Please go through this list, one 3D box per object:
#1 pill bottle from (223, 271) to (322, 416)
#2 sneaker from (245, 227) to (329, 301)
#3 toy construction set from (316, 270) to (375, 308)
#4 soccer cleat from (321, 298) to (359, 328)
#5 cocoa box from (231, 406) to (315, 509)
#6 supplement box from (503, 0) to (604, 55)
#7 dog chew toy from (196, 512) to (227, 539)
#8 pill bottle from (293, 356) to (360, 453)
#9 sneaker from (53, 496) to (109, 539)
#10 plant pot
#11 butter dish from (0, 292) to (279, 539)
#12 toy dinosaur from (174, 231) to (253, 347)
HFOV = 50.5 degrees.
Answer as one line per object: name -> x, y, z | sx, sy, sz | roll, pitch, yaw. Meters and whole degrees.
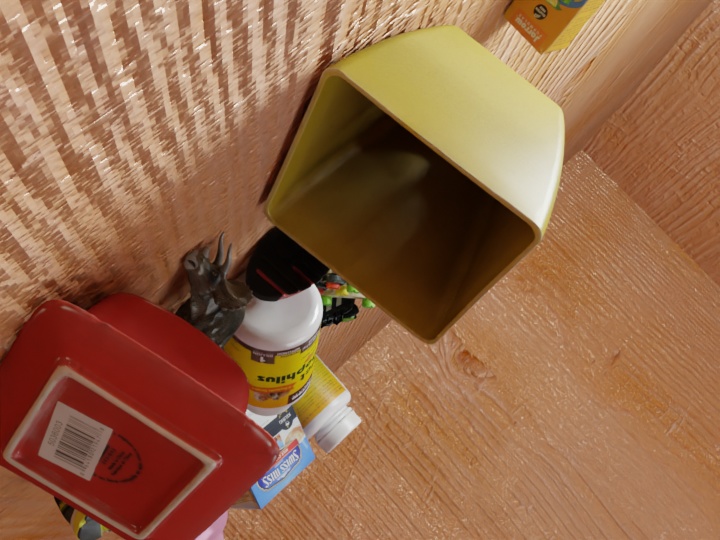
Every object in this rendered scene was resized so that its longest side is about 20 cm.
pill bottle -> -0.106, 0.092, 0.898 | 0.109, 0.109, 0.201 | -38, 157, -31
sneaker -> -0.038, -0.036, 0.833 | 0.200, 0.074, 0.087 | -43, 173, -4
toy construction set -> 0.000, 0.000, 1.021 | 0.130, 0.093, 0.200 | 8, 155, -22
soccer cleat -> -0.053, 0.061, 1.224 | 0.200, 0.081, 0.068 | -40, 171, -19
cocoa box -> -0.194, 0.262, 1.133 | 0.199, 0.132, 0.133 | -14, -167, 41
supplement box -> 0.233, -0.312, 0.757 | 0.069, 0.067, 0.200 | -34, 167, -46
dog chew toy -> -0.205, 0.191, 0.736 | 0.124, 0.200, 0.125 | -42, 171, -8
pill bottle -> -0.093, 0.200, 1.265 | 0.109, 0.200, 0.109 | -42, 171, -8
sneaker -> -0.284, 0.194, 0.852 | 0.201, 0.084, 0.074 | -63, 152, -4
plant pot -> 0.064, -0.094, 0.672 | 0.177, 0.200, 0.200 | -51, 178, -36
butter dish -> -0.173, 0.099, 0.612 | 0.200, 0.199, 0.148 | -47, -166, 33
toy dinosaur -> -0.146, 0.050, 0.743 | 0.102, 0.077, 0.200 | -34, 167, -14
